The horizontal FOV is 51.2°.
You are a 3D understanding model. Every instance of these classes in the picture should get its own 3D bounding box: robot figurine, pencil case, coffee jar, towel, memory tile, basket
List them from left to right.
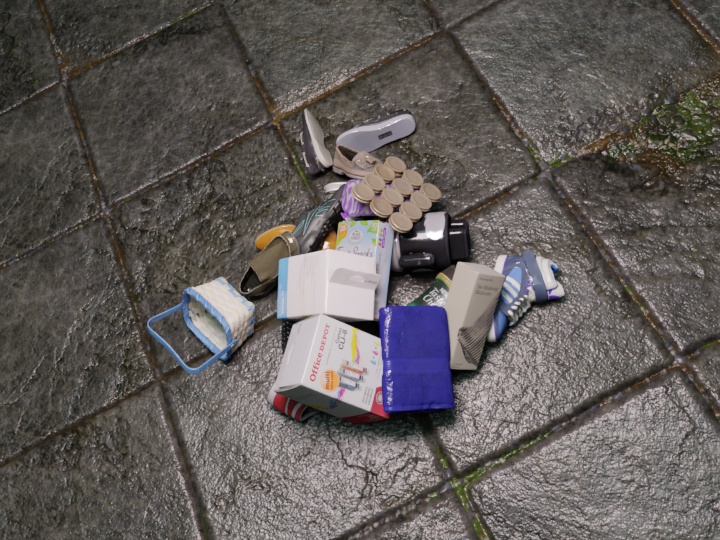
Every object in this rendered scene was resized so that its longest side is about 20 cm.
[{"bbox_3d":[-0.334,0.122,1.620,0.199,0.141,0.176,-28,56,-36],"label":"basket"},{"bbox_3d":[0.055,-0.152,1.644,0.197,0.086,0.084,3,37,-30],"label":"pencil case"},{"bbox_3d":[0.077,-0.163,1.590,0.152,0.017,0.200,38,43,8],"label":"memory tile"},{"bbox_3d":[0.103,0.169,1.440,0.145,0.049,0.204,2,78,-20],"label":"towel"},{"bbox_3d":[0.135,-0.059,1.613,0.196,0.150,0.127,-4,79,14],"label":"robot figurine"},{"bbox_3d":[0.155,0.086,1.559,0.199,0.086,0.104,-41,63,-8],"label":"coffee jar"}]

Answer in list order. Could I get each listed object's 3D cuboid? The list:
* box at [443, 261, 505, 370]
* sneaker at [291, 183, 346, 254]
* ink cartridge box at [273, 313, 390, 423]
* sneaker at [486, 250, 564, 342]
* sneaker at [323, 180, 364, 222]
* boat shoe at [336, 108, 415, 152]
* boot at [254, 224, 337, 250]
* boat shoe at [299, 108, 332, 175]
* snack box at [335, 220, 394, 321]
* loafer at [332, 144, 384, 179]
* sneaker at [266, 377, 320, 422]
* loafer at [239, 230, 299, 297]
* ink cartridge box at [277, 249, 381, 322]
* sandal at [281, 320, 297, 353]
[{"bbox_3d":[0.211,0.091,1.484,0.068,0.081,0.203,34,114,53],"label":"box"},{"bbox_3d":[-0.092,-0.120,1.659,0.079,0.076,0.201,31,75,21],"label":"sneaker"},{"bbox_3d":[-0.044,0.195,1.470,0.198,0.144,0.148,24,67,-21],"label":"ink cartridge box"},{"bbox_3d":[0.338,0.057,1.529,0.144,0.081,0.203,6,61,21],"label":"sneaker"},{"bbox_3d":[0.015,-0.146,1.728,0.196,0.076,0.118,-4,80,8],"label":"sneaker"},{"bbox_3d":[0.034,-0.342,1.810,0.197,0.070,0.067,-20,44,7],"label":"boat shoe"},{"bbox_3d":[-0.138,-0.030,1.695,0.197,0.071,0.146,-12,61,3],"label":"boot"},{"bbox_3d":[-0.120,-0.312,1.831,0.060,0.074,0.202,-32,54,19],"label":"boat shoe"},{"bbox_3d":[0.000,0.000,1.587,0.141,0.052,0.204,2,83,50],"label":"snack box"},{"bbox_3d":[-0.006,-0.248,1.722,0.071,0.064,0.199,-14,20,-30],"label":"loafer"},{"bbox_3d":[-0.100,0.218,1.566,0.112,0.071,0.202,29,82,29],"label":"sneaker"},{"bbox_3d":[-0.201,-0.005,1.644,0.076,0.069,0.201,51,125,17],"label":"loafer"},{"bbox_3d":[-0.063,0.036,1.512,0.198,0.127,0.128,-9,76,52],"label":"ink cartridge box"},{"bbox_3d":[-0.136,0.087,1.640,0.074,0.048,0.204,8,89,13],"label":"sandal"}]
